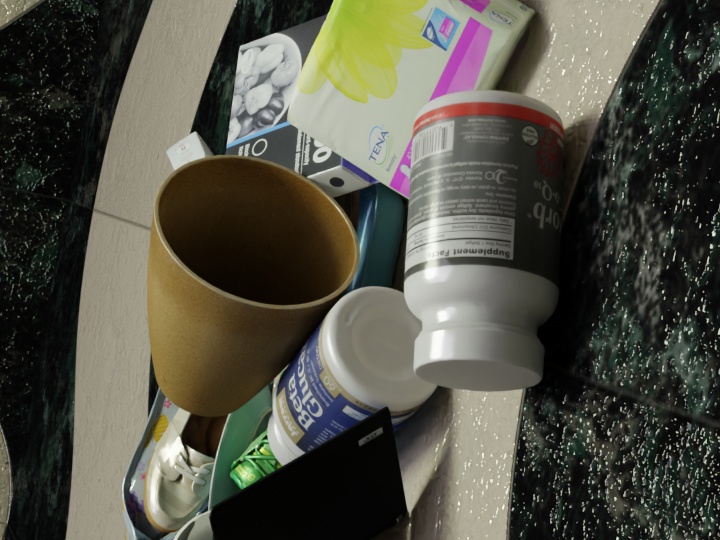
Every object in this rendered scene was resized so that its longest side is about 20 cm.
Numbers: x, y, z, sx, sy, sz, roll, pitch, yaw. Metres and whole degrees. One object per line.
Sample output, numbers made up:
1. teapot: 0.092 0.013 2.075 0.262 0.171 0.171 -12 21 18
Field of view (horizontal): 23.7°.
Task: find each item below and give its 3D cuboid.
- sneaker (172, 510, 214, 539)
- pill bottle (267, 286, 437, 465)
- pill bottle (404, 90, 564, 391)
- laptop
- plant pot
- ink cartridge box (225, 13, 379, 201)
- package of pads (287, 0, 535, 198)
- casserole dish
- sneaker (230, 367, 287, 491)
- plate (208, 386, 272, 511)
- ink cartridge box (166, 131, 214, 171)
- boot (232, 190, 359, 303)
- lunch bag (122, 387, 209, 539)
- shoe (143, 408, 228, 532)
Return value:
1. sneaker: -0.093 0.235 1.570 0.079 0.199 0.074 -40 76 48
2. pill bottle: -0.012 0.107 1.498 0.200 0.110 0.112 127 148 -53
3. pill bottle: 0.090 -0.020 1.261 0.116 0.115 0.202 145 131 -64
4. laptop: -0.061 0.207 1.453 0.104 0.176 0.200 63 158 -2
5. plant pot: -0.118 0.031 1.547 0.187 0.185 0.201 -99 24 -43
6. ink cartridge box: -0.036 -0.154 1.619 0.198 0.043 0.200 -15 53 28
7. package of pads: 0.035 -0.170 1.436 0.068 0.154 0.201 -46 -14 -51
8. casserole dish: 0.000 0.000 1.630 0.121 0.038 0.202 -158 79 -71
9. sneaker: -0.080 0.191 1.677 0.074 0.083 0.202 29 112 50
10. plate: -0.115 0.208 1.775 0.200 0.025 0.202 9 -90 -78
11. ink cartridge box: -0.139 -0.047 1.888 0.057 0.163 0.200 -35 30 0
12. boot: -0.069 -0.009 1.625 0.075 0.096 0.201 -106 32 -55
13. lunch bag: -0.188 0.230 1.839 0.170 0.126 0.201 103 -171 -66
14. shoe: -0.166 0.168 1.742 0.053 0.069 0.201 125 168 -65
